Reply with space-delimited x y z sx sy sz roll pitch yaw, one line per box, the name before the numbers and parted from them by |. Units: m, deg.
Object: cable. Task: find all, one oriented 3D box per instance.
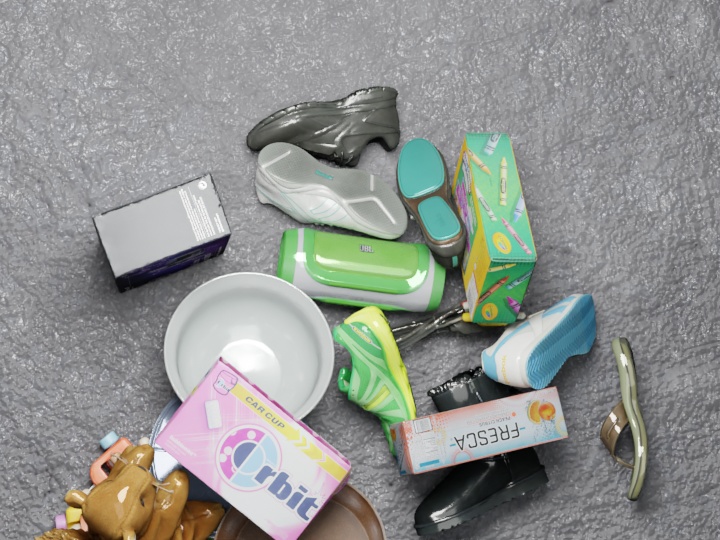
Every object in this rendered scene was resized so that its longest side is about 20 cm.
cable | 0.107 0.051 1.735 0.198 0.097 0.051 -9 121 6

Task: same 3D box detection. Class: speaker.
speaker | 0.000 0.000 1.716 0.198 0.088 0.089 7 83 -8

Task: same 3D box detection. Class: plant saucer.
plant saucer | -0.068 0.324 1.591 0.198 0.035 0.202 -1 55 2

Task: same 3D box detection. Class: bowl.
bowl | -0.133 0.111 1.666 0.199 0.091 0.203 3 66 -6

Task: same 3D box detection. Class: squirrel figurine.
squirrel figurine | -0.267 0.288 1.537 0.141 0.187 0.200 40 85 9

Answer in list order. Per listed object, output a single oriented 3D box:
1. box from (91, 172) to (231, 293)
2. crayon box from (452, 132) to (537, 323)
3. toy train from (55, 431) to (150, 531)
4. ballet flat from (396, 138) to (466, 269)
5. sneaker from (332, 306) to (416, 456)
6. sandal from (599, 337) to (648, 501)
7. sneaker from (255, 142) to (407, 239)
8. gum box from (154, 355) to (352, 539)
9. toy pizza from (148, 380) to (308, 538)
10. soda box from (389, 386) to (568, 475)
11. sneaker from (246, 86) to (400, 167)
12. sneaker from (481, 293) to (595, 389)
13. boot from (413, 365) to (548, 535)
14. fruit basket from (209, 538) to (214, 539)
box | -0.229 -0.040 1.627 0.140 0.200 0.080 -19 87 -9
crayon box | 0.155 -0.052 1.682 0.058 0.119 0.201 0 52 -9
toy train | -0.273 0.298 1.660 0.150 0.056 0.201 -35 90 -10
ballet flat | 0.086 -0.076 1.726 0.067 0.069 0.201 -15 44 3
sneaker | 0.017 0.137 1.693 0.083 0.074 0.202 -17 112 2
sandal | 0.325 0.186 1.757 0.057 0.080 0.203 -8 79 8
sneaker | -0.037 -0.087 1.722 0.199 0.080 0.071 24 54 -1
gum box | -0.114 0.203 1.552 0.200 0.066 0.114 39 88 -5
toy pizza | -0.154 0.224 1.681 0.198 0.032 0.202 3 66 -6
soda box | 0.138 0.189 1.658 0.198 0.068 0.064 -11 84 -14
sneaker | -0.041 -0.167 1.735 0.198 0.076 0.092 -13 93 -7
sneaker | 0.224 0.079 1.721 0.199 0.080 0.077 -29 115 -47
boot | 0.127 0.214 1.719 0.197 0.073 0.164 -22 90 -17
fruit basket | -0.103 0.392 1.649 0.214 0.216 0.156 -29 128 -10
